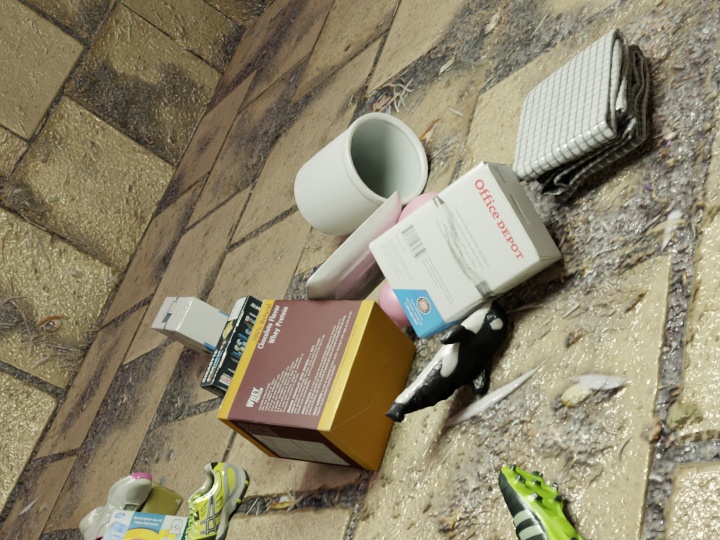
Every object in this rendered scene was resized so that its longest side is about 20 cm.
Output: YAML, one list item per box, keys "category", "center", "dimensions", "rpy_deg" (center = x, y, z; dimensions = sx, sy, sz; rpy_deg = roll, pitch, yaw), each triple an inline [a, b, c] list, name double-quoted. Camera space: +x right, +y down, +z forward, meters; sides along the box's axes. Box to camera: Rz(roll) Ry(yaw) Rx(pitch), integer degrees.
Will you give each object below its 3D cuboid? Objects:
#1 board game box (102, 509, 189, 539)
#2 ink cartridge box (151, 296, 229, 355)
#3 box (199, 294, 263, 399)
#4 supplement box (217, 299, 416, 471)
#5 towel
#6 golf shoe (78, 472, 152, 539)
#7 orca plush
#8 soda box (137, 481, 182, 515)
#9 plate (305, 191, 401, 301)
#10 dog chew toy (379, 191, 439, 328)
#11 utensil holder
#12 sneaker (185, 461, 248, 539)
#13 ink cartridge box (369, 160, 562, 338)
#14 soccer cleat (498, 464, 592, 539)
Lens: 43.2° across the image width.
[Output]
- category: "board game box"
  center: [-0.387, 0.521, 1.569]
  dimensions: [0.151, 0.047, 0.200]
  rpy_deg: [0, 51, 18]
- category: "ink cartridge box"
  center: [-0.349, 0.123, 1.972]
  dimensions: [0.200, 0.146, 0.086]
  rpy_deg: [-6, 57, 62]
- category: "box"
  center: [-0.134, 0.155, 1.439]
  dimensions: [0.046, 0.200, 0.159]
  rpy_deg: [-20, 44, 54]
- category: "supplement box"
  center: [-0.059, 0.157, 1.289]
  dimensions: [0.200, 0.133, 0.197]
  rpy_deg: [-1, 56, 35]
- category: "towel"
  center: [0.294, -0.198, 1.193]
  dimensions: [0.166, 0.086, 0.200]
  rpy_deg: [-32, 32, 42]
- category: "golf shoe"
  center: [-0.448, 0.460, 1.700]
  dimensions: [0.200, 0.075, 0.092]
  rpy_deg: [-49, 43, 21]
- category: "orca plush"
  center: [0.123, 0.127, 1.126]
  dimensions: [0.200, 0.071, 0.105]
  rpy_deg: [-38, -28, -23]
- category: "soda box"
  center: [-0.419, 0.506, 1.732]
  dimensions: [0.068, 0.064, 0.200]
  rpy_deg: [-3, 59, 63]
- category: "plate"
  center: [0.000, 0.000, 1.369]
  dimensions: [0.200, 0.032, 0.200]
  rpy_deg: [-45, -18, -18]
- category: "dog chew toy"
  center: [0.093, -0.010, 1.313]
  dimensions: [0.200, 0.124, 0.125]
  rpy_deg: [-64, 23, 5]
- category: "utensil holder"
  center: [-0.003, -0.165, 1.634]
  dimensions: [0.200, 0.170, 0.170]
  rpy_deg: [-28, 36, 54]
- category: "sneaker"
  center: [-0.263, 0.415, 1.523]
  dimensions: [0.075, 0.076, 0.200]
  rpy_deg: [-15, 48, 55]
- category: "ink cartridge box"
  center: [0.134, -0.026, 1.173]
  dimensions: [0.200, 0.084, 0.145]
  rpy_deg: [-35, 75, 29]
- category: "soccer cleat"
  center: [0.174, 0.260, 0.877]
  dimensions: [0.081, 0.067, 0.200]
  rpy_deg: [-66, 21, 14]
